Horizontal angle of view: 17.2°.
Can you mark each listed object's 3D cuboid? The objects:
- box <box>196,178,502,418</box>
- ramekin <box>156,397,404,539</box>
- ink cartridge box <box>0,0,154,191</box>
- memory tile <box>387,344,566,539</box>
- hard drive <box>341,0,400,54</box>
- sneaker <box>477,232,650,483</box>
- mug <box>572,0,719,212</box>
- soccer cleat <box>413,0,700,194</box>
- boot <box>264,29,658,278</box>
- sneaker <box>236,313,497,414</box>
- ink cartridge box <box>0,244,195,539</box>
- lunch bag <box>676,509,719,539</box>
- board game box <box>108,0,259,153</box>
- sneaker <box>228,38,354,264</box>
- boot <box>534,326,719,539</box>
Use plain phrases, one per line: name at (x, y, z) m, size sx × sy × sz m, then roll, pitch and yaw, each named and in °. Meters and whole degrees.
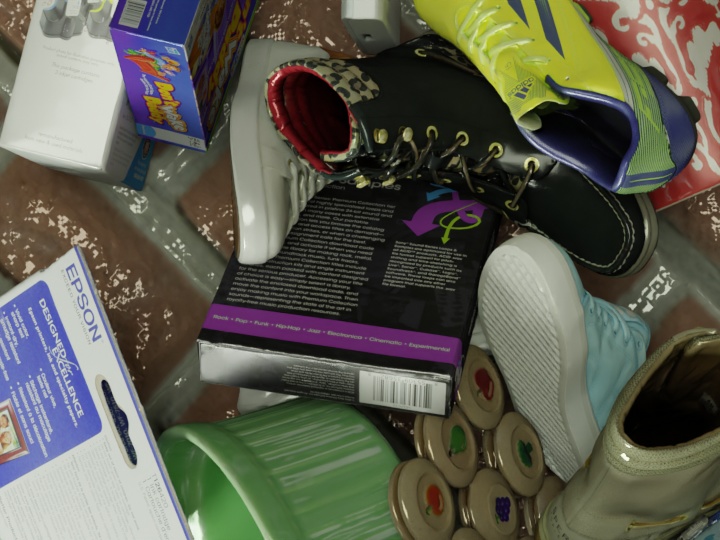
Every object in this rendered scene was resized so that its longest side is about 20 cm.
box at (0.000, 0.000, 1.364) m, size 0.142 × 0.200 × 0.036 m, roll 8°, pitch 130°, yaw 9°
ramekin at (-0.032, 0.167, 1.345) m, size 0.097 × 0.200 × 0.201 m, roll -20°, pitch 84°, yaw -24°
ink cartridge box at (-0.147, -0.156, 1.419) m, size 0.068 × 0.115 × 0.201 m, roll 14°, pitch 87°, yaw 7°
memory tile at (0.086, 0.153, 1.333) m, size 0.017 × 0.153 × 0.200 m, roll -18°, pitch 117°, yaw 32°
hard drive at (0.008, -0.236, 1.398) m, size 0.027 × 0.132 × 0.201 m, roll 1°, pitch 87°, yaw 6°
sneaker at (0.123, 0.035, 1.355) m, size 0.074 × 0.200 × 0.082 m, roll 34°, pitch 65°, yaw 33°
mug at (0.157, -0.135, 1.399) m, size 0.133 × 0.177 × 0.201 m, roll -23°, pitch 88°, yaw -32°
soccer cleat at (0.096, -0.112, 1.310) m, size 0.200 × 0.084 × 0.065 m, roll 39°, pitch 133°, yaw 24°
boot at (0.054, -0.059, 1.330) m, size 0.204 × 0.153 × 0.074 m, roll 45°, pitch 126°, yaw 27°
sneaker at (0.016, 0.023, 1.412) m, size 0.199 × 0.078 × 0.100 m, roll -13°, pitch 79°, yaw 3°
ink cartridge box at (-0.164, 0.105, 1.382) m, size 0.200 × 0.047 × 0.198 m, roll -29°, pitch 81°, yaw 45°
lunch bag at (0.230, 0.236, 1.340) m, size 0.161 × 0.082 × 0.200 m, roll -42°, pitch 109°, yaw 2°
board game box at (-0.085, -0.188, 1.376) m, size 0.045 × 0.135 × 0.201 m, roll 14°, pitch 69°, yaw 8°
sneaker at (-0.032, -0.075, 1.373) m, size 0.084 × 0.200 × 0.073 m, roll 2°, pitch 127°, yaw 2°
boot at (0.193, 0.080, 1.318) m, size 0.200 × 0.155 × 0.072 m, roll -31°, pitch 68°, yaw -29°
